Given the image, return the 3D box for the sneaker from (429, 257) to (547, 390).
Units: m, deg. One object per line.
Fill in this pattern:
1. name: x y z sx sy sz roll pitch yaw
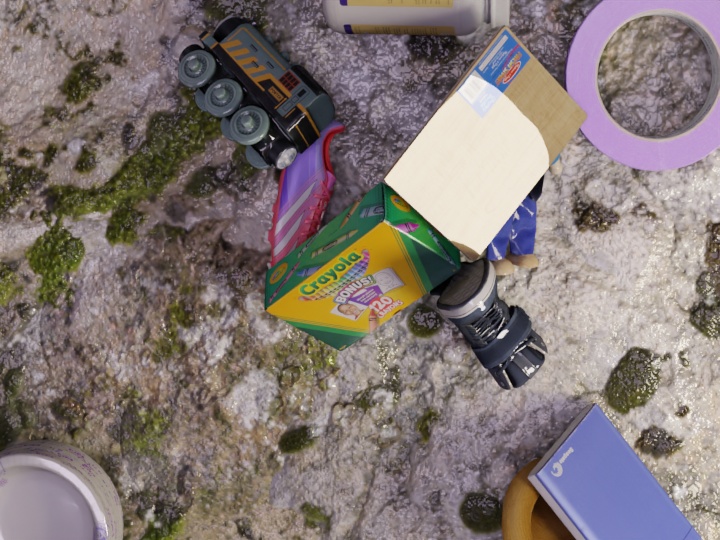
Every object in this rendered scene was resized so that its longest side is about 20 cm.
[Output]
1. sneaker: 0.148 0.063 1.369 0.077 0.202 0.147 -39 93 2

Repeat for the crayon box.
1. crayon box: 0.000 0.000 1.388 0.118 0.059 0.199 30 131 -32

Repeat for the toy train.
1. toy train: -0.118 -0.201 1.404 0.114 0.085 0.200 -40 63 -5

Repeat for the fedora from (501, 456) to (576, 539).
1. fedora: 0.228 0.313 1.436 0.201 0.200 0.082 51 142 -2

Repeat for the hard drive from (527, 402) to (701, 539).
1. hard drive: 0.290 0.269 1.423 0.201 0.132 0.025 51 144 -2

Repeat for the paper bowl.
1. paper bowl: -0.383 0.305 1.522 0.197 0.104 0.204 1 98 8

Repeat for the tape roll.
1. tape roll: 0.322 -0.212 1.374 0.197 0.066 0.204 1 98 8

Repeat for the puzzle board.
1. puzzle board: 0.131 -0.130 1.313 0.150 0.017 0.201 39 89 -30

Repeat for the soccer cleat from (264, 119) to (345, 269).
1. soccer cleat: -0.063 -0.079 1.445 0.075 0.067 0.204 7 95 8

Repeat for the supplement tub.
1. supplement tub: 0.063 -0.326 1.351 0.196 0.145 0.148 2 98 7

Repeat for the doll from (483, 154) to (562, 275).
1. doll: 0.177 -0.102 1.386 0.048 0.135 0.203 26 120 46

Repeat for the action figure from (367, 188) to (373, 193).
1. action figure: 0.080 -0.114 1.393 0.069 0.130 0.200 44 116 -5
